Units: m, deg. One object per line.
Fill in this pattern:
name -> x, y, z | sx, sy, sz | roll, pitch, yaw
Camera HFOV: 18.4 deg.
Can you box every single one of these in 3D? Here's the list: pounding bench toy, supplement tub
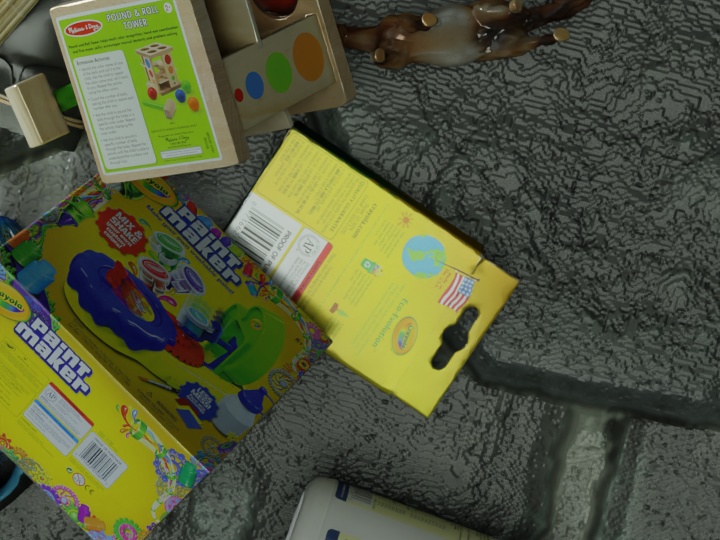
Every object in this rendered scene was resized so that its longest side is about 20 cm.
pounding bench toy -> -0.129, -0.146, 1.536 | 0.199, 0.156, 0.125 | -6, 107, 38
supplement tub -> 0.034, 0.246, 1.601 | 0.199, 0.145, 0.146 | 20, 99, -1

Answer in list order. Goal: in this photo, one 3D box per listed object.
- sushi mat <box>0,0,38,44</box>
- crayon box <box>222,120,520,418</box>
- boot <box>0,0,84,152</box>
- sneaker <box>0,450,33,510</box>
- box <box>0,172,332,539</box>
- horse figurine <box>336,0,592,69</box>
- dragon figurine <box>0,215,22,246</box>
sushi mat -> -0.247, -0.237, 1.565 | 0.096, 0.012, 0.200 | 38, 78, 5
crayon box -> 0.000, 0.000, 1.610 | 0.199, 0.051, 0.127 | 34, 99, -2
boot -> -0.273, -0.185, 1.590 | 0.199, 0.077, 0.139 | 22, 93, -12
sneaker -> -0.313, 0.168, 1.635 | 0.200, 0.082, 0.073 | -39, 97, 9
box -> -0.160, 0.054, 1.524 | 0.200, 0.193, 0.122 | 44, 126, 0
horse figurine -> 0.069, -0.168, 1.556 | 0.199, 0.133, 0.050 | -10, 95, -9
dragon figurine -> -0.274, -0.004, 1.614 | 0.099, 0.059, 0.201 | -30, 91, 13
